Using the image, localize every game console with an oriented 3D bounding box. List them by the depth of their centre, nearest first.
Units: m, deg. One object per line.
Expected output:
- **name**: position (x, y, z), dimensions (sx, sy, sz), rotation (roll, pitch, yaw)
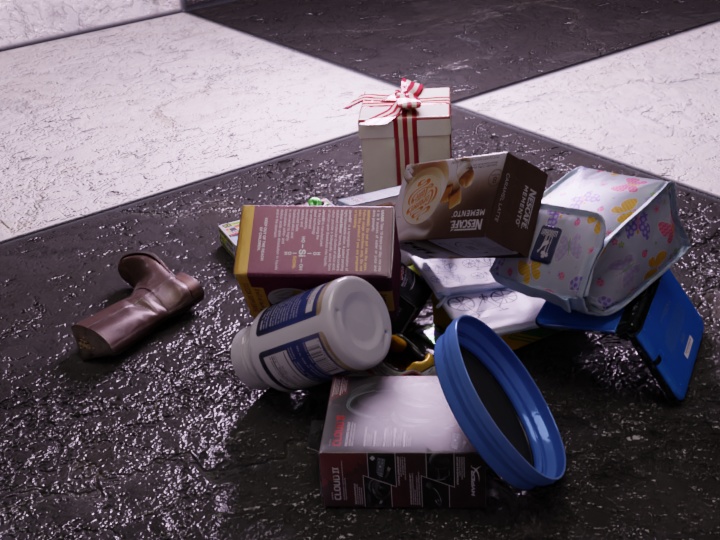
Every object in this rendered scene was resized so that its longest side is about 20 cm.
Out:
- **game console**: position (0.336, 0.069, 1.340), dimensions (0.118, 0.172, 0.200), rotation (-30, 10, 36)

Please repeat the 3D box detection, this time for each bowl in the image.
- **bowl**: position (0.149, 0.144, 1.134), dimensions (0.039, 0.201, 0.201), rotation (-35, 18, 21)

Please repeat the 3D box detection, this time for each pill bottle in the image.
- **pill bottle**: position (-0.067, 0.085, 1.283), dimensions (0.198, 0.112, 0.111), rotation (-21, 12, 41)

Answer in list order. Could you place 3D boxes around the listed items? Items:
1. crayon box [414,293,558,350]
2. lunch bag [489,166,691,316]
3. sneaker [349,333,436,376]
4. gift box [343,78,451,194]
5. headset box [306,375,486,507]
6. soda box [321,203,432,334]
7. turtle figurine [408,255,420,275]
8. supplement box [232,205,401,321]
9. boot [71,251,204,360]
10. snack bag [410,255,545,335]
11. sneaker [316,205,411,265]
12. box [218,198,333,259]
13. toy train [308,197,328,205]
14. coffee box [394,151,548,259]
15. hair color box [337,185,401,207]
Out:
- **crayon box**: position (0.187, 0.056, 1.431), dimensions (0.198, 0.052, 0.125), rotation (-19, 31, -26)
- **lunch bag**: position (0.281, -0.034, 1.311), dimensions (0.199, 0.128, 0.169), rotation (-37, 29, -20)
- **sneaker**: position (0.029, 0.108, 1.318), dimensions (0.077, 0.083, 0.198), rotation (-27, 34, -38)
- **gift box**: position (0.069, -0.227, 1.853), dimensions (0.196, 0.189, 0.185), rotation (-3, 26, 1)
- **headset box**: position (0.040, 0.187, 1.169), dimensions (0.196, 0.078, 0.149), rotation (0, 27, 6)
- **soda box**: position (0.000, 0.000, 1.452), dimensions (0.199, 0.071, 0.063), rotation (37, 39, 10)
- **turtle figurine**: position (0.125, -0.020, 1.542), dimensions (0.159, 0.065, 0.200), rotation (-14, -18, 15)
- **supplement box**: position (-0.051, -0.008, 1.336), dimensions (0.196, 0.131, 0.105), rotation (0, 62, 7)
- **boot**: position (-0.354, 0.052, 1.519), dimensions (0.185, 0.065, 0.199), rotation (15, 37, 37)
- **snack bag**: position (0.184, 0.021, 1.405), dimensions (0.186, 0.022, 0.201), rotation (-9, 35, -15)
- **sneaker**: position (0.005, -0.060, 1.525), dimensions (0.198, 0.076, 0.088), rotation (22, 27, 33)
- **box**: position (-0.123, -0.063, 1.728), dimensions (0.197, 0.035, 0.110), rotation (-16, 30, -22)
- **toy train**: position (-0.102, -0.043, 1.635), dimensions (0.056, 0.042, 0.200), rotation (28, 51, 16)
- **coffee box**: position (0.134, -0.079, 1.353), dimensions (0.079, 0.116, 0.199), rotation (23, -13, -34)
- **hair color box**: position (0.070, -0.080, 1.651), dimensions (0.197, 0.101, 0.061), rotation (-14, 17, -18)
